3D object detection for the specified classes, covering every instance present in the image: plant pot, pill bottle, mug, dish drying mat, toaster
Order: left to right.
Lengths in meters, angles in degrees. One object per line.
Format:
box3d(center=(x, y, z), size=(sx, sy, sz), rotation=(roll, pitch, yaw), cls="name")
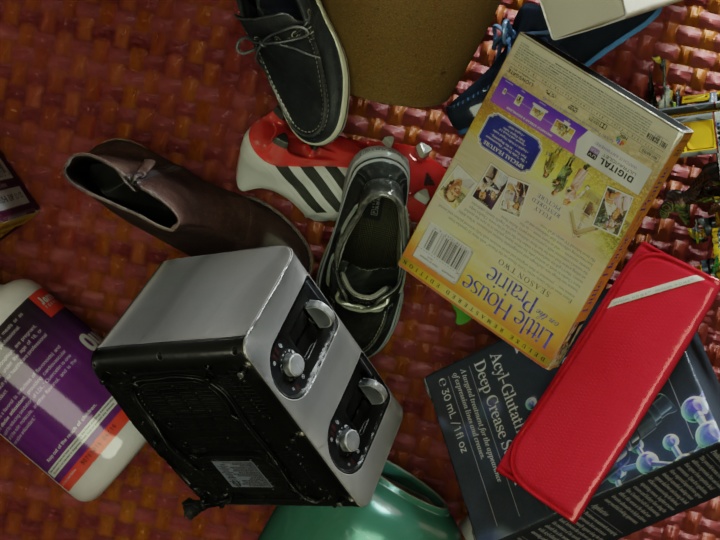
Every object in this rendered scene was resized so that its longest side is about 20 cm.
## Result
box3d(center=(-0.258, 0.085, 1.281), size=(0.200, 0.112, 0.113), rotation=(41, 97, -3), cls="pill bottle")
box3d(center=(-0.088, 0.089, 1.204), size=(0.200, 0.119, 0.181), rotation=(-7, 129, 39), cls="toaster")
box3d(center=(0.011, 0.216, 1.278), size=(0.152, 0.185, 0.115), rotation=(32, 95, 23), cls="mug")
box3d(center=(0.037, -0.234, 1.210), size=(0.186, 0.186, 0.201), rotation=(11, 112, 1), cls="plant pot")
box3d(center=(0.177, 0.077, 1.137), size=(0.077, 0.018, 0.200), rotation=(31, 87, 34), cls="dish drying mat")

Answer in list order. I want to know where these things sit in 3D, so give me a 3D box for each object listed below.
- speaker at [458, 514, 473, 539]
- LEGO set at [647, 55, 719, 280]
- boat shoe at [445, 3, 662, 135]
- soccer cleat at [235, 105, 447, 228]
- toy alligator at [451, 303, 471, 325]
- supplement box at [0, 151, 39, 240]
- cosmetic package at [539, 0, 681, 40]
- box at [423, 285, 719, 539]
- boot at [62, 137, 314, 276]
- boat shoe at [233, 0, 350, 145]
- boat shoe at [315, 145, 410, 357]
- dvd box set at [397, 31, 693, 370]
box3d(center=(0.176, 0.171, 1.288), size=(0.200, 0.081, 0.081), rotation=(-43, 93, 7), cls="speaker")
box3d(center=(0.246, -0.069, 1.207), size=(0.115, 0.200, 0.154), rotation=(-6, 112, 15), cls="LEGO set")
box3d(center=(0.141, -0.181, 1.246), size=(0.200, 0.084, 0.069), rotation=(-37, 105, -17), cls="boat shoe")
box3d(center=(-0.005, -0.068, 1.279), size=(0.199, 0.069, 0.085), rotation=(17, 139, -16), cls="soccer cleat")
box3d(center=(0.087, -0.045, 1.230), size=(0.054, 0.059, 0.200), rotation=(17, 123, 1), cls="toy alligator")
box3d(center=(-0.376, -0.028, 1.264), size=(0.200, 0.131, 0.103), rotation=(-33, 94, 7), cls="supplement box")
box3d(center=(0.212, -0.244, 1.179), size=(0.073, 0.200, 0.104), rotation=(-12, 97, 47), cls="cosmetic package")
box3d(center=(0.172, 0.118, 1.199), size=(0.200, 0.107, 0.149), rotation=(-27, 59, 16), cls="box")
box3d(center=(-0.131, -0.035, 1.233), size=(0.200, 0.166, 0.073), rotation=(30, 97, -1), cls="boot")
box3d(center=(-0.060, -0.185, 1.177), size=(0.074, 0.062, 0.201), rotation=(3, 116, 35), cls="boat shoe")
box3d(center=(0.000, 0.000, 1.243), size=(0.072, 0.071, 0.201), rotation=(5, 128, 1), cls="boat shoe")
box3d(center=(0.131, -0.050, 1.153), size=(0.146, 0.029, 0.200), rotation=(35, 109, 23), cls="dvd box set")
